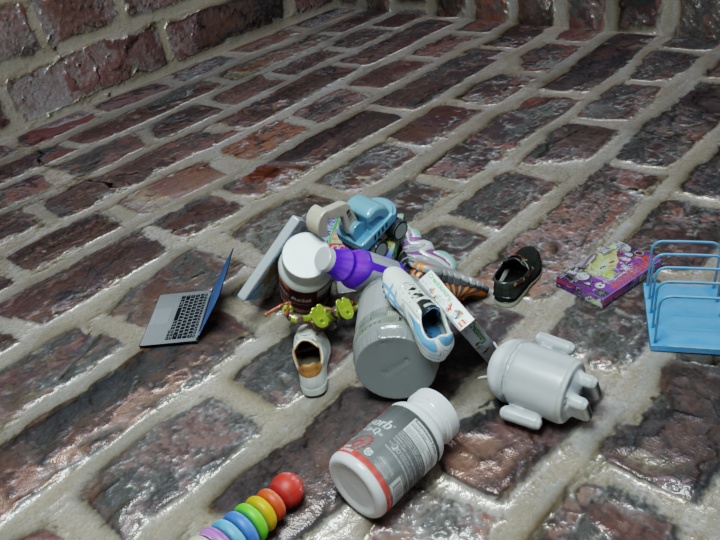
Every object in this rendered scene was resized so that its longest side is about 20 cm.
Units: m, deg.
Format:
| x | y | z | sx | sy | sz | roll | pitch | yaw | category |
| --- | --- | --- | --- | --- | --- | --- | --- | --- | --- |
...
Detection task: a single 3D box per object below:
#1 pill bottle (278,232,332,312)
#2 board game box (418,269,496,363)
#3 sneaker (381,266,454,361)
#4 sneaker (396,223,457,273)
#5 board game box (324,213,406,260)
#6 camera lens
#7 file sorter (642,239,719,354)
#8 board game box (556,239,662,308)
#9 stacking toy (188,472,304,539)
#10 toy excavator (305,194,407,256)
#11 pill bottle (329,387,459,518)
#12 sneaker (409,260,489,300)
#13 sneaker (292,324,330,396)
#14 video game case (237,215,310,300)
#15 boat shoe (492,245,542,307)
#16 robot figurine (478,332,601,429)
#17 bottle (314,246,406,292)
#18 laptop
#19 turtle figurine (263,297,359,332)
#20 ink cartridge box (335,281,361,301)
| x | y | z | sx | sy | sz | roll | pitch | yaw | category |
| --- | --- | --- | --- | --- | --- | --- | --- | --- | --- |
| -0.112 | 0.005 | 1.478 | 0.114 | 0.200 | 0.115 | 2 | 69 | -4 | pill bottle |
| 0.182 | 0.088 | 1.295 | 0.035 | 0.200 | 0.126 | -41 | 57 | 3 | board game box |
| 0.100 | 0.060 | 1.214 | 0.072 | 0.073 | 0.200 | -7 | 48 | -30 | sneaker |
| 0.098 | -0.023 | 1.568 | 0.200 | 0.078 | 0.140 | 31 | 45 | 23 | sneaker |
| -0.010 | -0.069 | 1.585 | 0.199 | 0.029 | 0.135 | 2 | 51 | 20 | board game box |
| 0.069 | 0.115 | 1.328 | 0.159 | 0.161 | 0.200 | -3 | 34 | 8 | camera lens |
| 0.614 | 0.045 | 1.351 | 0.138 | 0.123 | 0.200 | 2 | 35 | 16 | file sorter |
| 0.524 | 0.004 | 1.521 | 0.200 | 0.032 | 0.120 | -28 | 42 | -28 | board game box |
| -0.157 | 0.373 | 1.069 | 0.085 | 0.086 | 0.200 | 19 | 36 | 35 | stacking toy |
| -0.014 | -0.103 | 1.460 | 0.100 | 0.200 | 0.195 | 29 | 66 | 36 | toy excavator |
| 0.057 | 0.278 | 1.124 | 0.116 | 0.116 | 0.200 | 23 | 44 | 39 | pill bottle |
| 0.171 | 0.052 | 1.483 | 0.199 | 0.113 | 0.078 | 14 | 7 | -30 | sneaker |
| -0.095 | 0.146 | 1.387 | 0.072 | 0.085 | 0.200 | -12 | 31 | -3 | sneaker |
| -0.168 | -0.024 | 1.520 | 0.022 | 0.200 | 0.182 | 36 | 6 | 8 | video game case |
| 0.338 | -0.002 | 1.539 | 0.073 | 0.063 | 0.201 | 10 | 36 | 29 | boat shoe |
| 0.298 | 0.185 | 1.215 | 0.199 | 0.113 | 0.170 | 19 | 65 | 34 | robot figurine |
| 0.000 | 0.000 | 1.395 | 0.199 | 0.083 | 0.066 | 17 | 46 | -40 | bottle |
| -0.372 | 0.056 | 1.554 | 0.199 | 0.116 | 0.188 | -5 | 33 | 4 | laptop |
| -0.081 | 0.088 | 1.400 | 0.199 | 0.065 | 0.161 | -2 | -4 | -15 | turtle figurine |
| 0.004 | 0.013 | 1.581 | 0.117 | 0.068 | 0.200 | -7 | 32 | 1 | ink cartridge box |
